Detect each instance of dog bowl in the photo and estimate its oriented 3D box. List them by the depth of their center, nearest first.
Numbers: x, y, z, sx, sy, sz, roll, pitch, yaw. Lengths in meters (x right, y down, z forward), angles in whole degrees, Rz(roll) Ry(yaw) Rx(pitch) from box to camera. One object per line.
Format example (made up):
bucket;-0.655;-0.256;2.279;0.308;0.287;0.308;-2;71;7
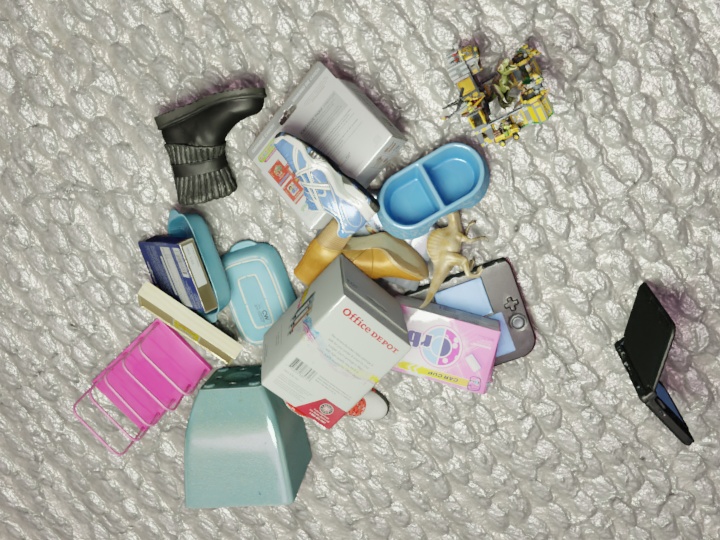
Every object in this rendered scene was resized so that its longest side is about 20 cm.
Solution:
dog bowl;0.114;-0.132;1.241;0.198;0.050;0.113;-29;83;3

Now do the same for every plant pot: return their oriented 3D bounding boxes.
plant pot;-0.205;0.281;1.380;0.193;0.196;0.204;-4;101;8

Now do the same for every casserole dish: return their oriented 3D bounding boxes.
casserole dish;-0.273;-0.012;1.323;0.038;0.121;0.203;-21;94;-31
casserole dish;-0.180;0.048;1.363;0.119;0.039;0.203;-15;107;12

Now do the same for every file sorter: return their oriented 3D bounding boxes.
file sorter;-0.399;0.215;1.405;0.200;0.126;0.139;-41;100;17

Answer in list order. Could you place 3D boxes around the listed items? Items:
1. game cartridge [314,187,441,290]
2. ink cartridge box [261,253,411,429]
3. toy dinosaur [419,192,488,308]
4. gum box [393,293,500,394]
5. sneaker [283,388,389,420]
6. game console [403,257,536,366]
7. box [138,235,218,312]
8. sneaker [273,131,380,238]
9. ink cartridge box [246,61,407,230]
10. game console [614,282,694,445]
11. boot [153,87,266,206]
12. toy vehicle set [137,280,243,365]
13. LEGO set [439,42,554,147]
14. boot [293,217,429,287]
game cartridge;0.030;-0.062;1.312;0.197;0.042;0.135;22;114;-1
ink cartridge box;-0.040;0.110;1.220;0.145;0.145;0.200;38;108;-21
toy dinosaur;0.151;-0.022;1.285;0.100;0.058;0.203;19;82;-15
gum box;0.139;0.125;1.318;0.197;0.066;0.115;15;104;5
sneaker;-0.046;0.238;1.383;0.199;0.108;0.068;25;110;-3
game console;0.191;0.090;1.348;0.197;0.031;0.179;-20;106;12
box;-0.315;0.002;1.323;0.032;0.199;0.123;-28;109;-32
sneaker;-0.065;-0.132;1.159;0.200;0.076;0.077;43;102;15
ink cartridge box;-0.057;-0.198;1.238;0.200;0.084;0.176;-46;77;18
game console;0.489;0.146;1.243;0.176;0.200;0.116;44;109;-9
boot;-0.228;-0.202;1.267;0.208;0.079;0.160;-14;100;22
toy vehicle set;-0.300;0.096;1.359;0.199;0.124;0.027;35;72;-6
LEGO set;0.197;-0.284;1.138;0.152;0.202;0.116;-19;124;26
boot;0.000;0.000;1.293;0.199;0.071;0.145;26;126;-17
